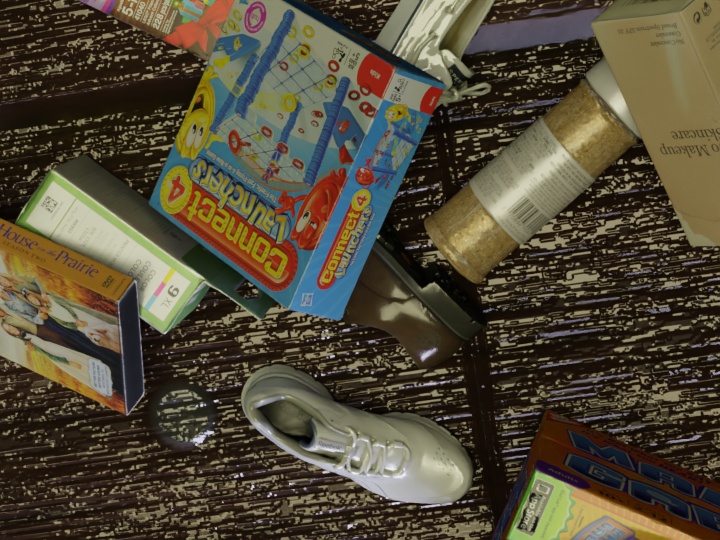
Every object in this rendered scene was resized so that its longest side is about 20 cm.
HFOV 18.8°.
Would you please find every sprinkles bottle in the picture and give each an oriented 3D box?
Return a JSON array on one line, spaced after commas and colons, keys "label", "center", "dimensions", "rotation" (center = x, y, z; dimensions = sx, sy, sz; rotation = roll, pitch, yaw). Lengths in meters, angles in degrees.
[{"label": "sprinkles bottle", "center": [0.142, -0.078, 1.681], "dimensions": [0.200, 0.068, 0.068], "rotation": [-42, 92, 11]}]

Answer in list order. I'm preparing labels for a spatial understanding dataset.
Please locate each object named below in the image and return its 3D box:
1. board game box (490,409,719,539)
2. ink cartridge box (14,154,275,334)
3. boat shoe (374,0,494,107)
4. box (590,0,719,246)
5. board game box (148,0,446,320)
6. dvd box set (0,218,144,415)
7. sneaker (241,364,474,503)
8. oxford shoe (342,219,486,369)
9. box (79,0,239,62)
[{"label": "board game box", "center": [0.190, 0.254, 1.659], "dimensions": [0.199, 0.200, 0.201], "rotation": [23, 101, 3]}, {"label": "ink cartridge box", "center": [-0.166, -0.007, 1.714], "dimensions": [0.200, 0.104, 0.059], "rotation": [35, 102, 1]}, {"label": "boat shoe", "center": [0.059, -0.156, 1.675], "dimensions": [0.086, 0.075, 0.202], "rotation": [31, 95, 19]}, {"label": "box", "center": [0.261, -0.120, 1.610], "dimensions": [0.095, 0.078, 0.200], "rotation": [-2, 123, 50]}, {"label": "board game box", "center": [-0.053, -0.094, 1.652], "dimensions": [0.200, 0.056, 0.196], "rotation": [34, 105, 43]}, {"label": "dvd box set", "center": [-0.263, 0.023, 1.705], "dimensions": [0.199, 0.029, 0.147], "rotation": [24, 142, 16]}, {"label": "sneaker", "center": [-0.007, 0.140, 1.725], "dimensions": [0.199, 0.087, 0.075], "rotation": [19, 99, 3]}, {"label": "oxford shoe", "center": [0.000, 0.000, 1.711], "dimensions": [0.200, 0.073, 0.084], "rotation": [46, 105, 0]}, {"label": "box", "center": [-0.135, -0.281, 1.701], "dimensions": [0.136, 0.039, 0.201], "rotation": [25, 101, 4]}]
